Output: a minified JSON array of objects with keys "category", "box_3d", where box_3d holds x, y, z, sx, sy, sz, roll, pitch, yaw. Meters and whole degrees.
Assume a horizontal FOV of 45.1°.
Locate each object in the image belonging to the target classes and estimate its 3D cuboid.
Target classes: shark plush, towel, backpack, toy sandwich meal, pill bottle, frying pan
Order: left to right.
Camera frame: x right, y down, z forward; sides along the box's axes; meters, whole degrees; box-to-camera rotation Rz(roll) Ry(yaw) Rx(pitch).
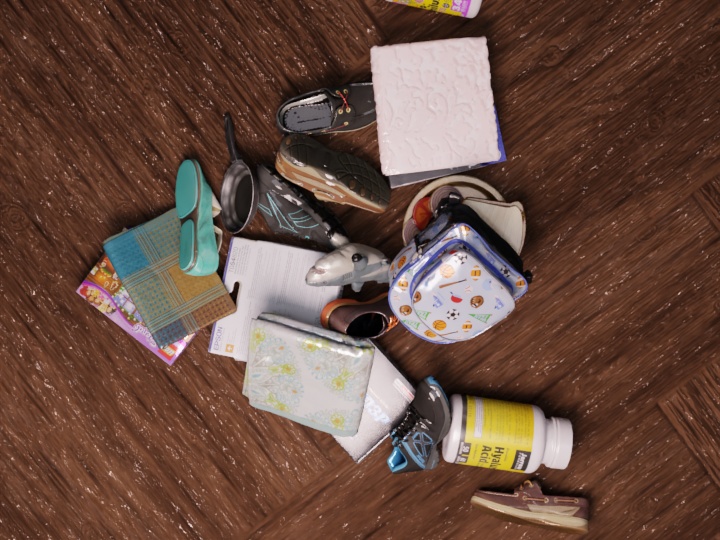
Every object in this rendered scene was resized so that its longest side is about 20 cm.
[{"category":"towel","box_3d":[-0.305,0.010,1.389,0.146,0.022,0.201,-27,80,-24]},{"category":"frying pan","box_3d":[-0.206,-0.147,1.412,0.031,0.191,0.115,4,141,-36]},{"category":"towel","box_3d":[-0.085,0.162,1.346,0.198,0.048,0.172,16,124,8]},{"category":"shark plush","box_3d":[0.000,0.000,1.385,0.091,0.199,0.084,37,107,34]},{"category":"pill bottle","box_3d":[0.095,-0.463,1.346,0.198,0.104,0.105,11,96,0]},{"category":"towel","box_3d":[0.117,-0.261,1.370,0.189,0.032,0.202,-6,95,-2]},{"category":"backpack","box_3d":[0.138,0.021,1.320,0.200,0.155,0.190,43,119,-15]},{"category":"toy sandwich meal","box_3d":[0.167,-0.058,1.404,0.203,0.070,0.208,0,96,1]},{"category":"pill bottle","box_3d":[0.239,0.270,1.418,0.198,0.111,0.113,7,96,0]}]

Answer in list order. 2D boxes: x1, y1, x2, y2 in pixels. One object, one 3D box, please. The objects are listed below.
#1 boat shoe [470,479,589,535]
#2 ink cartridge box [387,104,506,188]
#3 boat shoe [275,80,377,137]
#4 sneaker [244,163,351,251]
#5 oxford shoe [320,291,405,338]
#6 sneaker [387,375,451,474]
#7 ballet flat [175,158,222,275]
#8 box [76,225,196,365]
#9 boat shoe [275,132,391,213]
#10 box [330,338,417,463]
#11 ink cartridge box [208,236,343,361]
[{"category":"boat shoe","box_3d":[0.287,0.389,1.461,0.198,0.072,0.073,9,66,10]},{"category":"ink cartridge box","box_3d":[0.134,-0.202,1.409,0.198,0.037,0.096,-13,95,0]},{"category":"boat shoe","box_3d":[-0.039,-0.259,1.391,0.199,0.063,0.074,-15,91,0]},{"category":"sneaker","box_3d":[-0.102,-0.086,1.413,0.200,0.075,0.079,40,106,5]},{"category":"oxford shoe","box_3d":[0.036,0.081,1.384,0.198,0.072,0.072,-7,112,-33]},{"category":"sneaker","box_3d":[0.092,0.256,1.393,0.081,0.073,0.202,-10,127,-21]},{"category":"ballet flat","box_3d":[-0.258,-0.081,1.402,0.067,0.070,0.202,-25,61,38]},{"category":"box","box_3d":[-0.348,0.041,1.436,0.199,0.039,0.137,38,95,-3]},{"category":"boat shoe","box_3d":[-0.047,-0.149,1.401,0.199,0.074,0.076,28,52,-12]},{"category":"box","box_3d":[-0.013,0.194,1.445,0.159,0.046,0.200,-41,94,4]},{"category":"ink cartridge box","box_3d":[-0.133,0.058,1.415,0.198,0.041,0.202,11,87,12]}]
